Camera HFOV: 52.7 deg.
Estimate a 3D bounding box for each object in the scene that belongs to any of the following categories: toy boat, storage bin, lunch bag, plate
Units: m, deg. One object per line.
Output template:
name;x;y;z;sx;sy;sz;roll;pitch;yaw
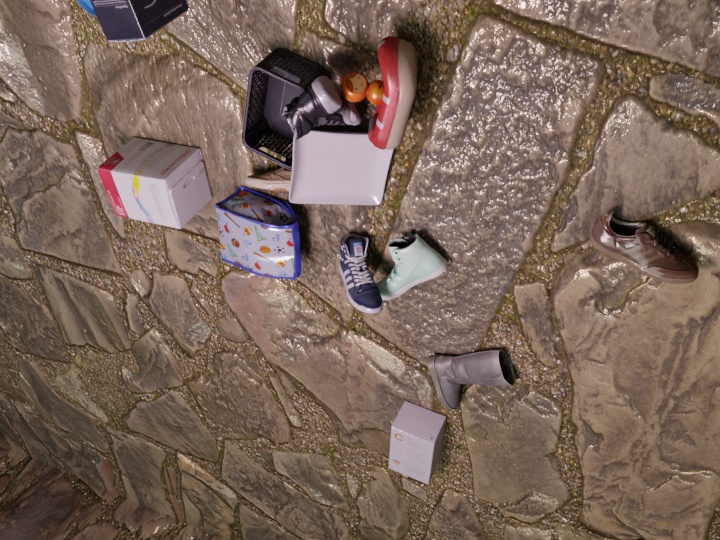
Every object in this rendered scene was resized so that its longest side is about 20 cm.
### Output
toy boat;0.029;-0.321;1.301;0.130;0.131;0.200;10;136;-5
storage bin;-0.151;-0.321;1.456;0.135;0.094;0.200;27;137;8
lunch bag;-0.223;-0.081;1.700;0.199;0.124;0.170;22;136;24
plate;-0.042;-0.212;1.473;0.199;0.032;0.200;0;142;-10

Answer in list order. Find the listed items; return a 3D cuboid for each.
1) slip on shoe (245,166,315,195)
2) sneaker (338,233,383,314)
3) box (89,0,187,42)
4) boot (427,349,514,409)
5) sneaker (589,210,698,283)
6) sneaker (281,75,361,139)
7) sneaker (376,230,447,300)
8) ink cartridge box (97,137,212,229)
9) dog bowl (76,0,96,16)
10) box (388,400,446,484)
slip on shoe;-0.167;-0.202;1.603;0.199;0.076;0.061;11;94;34
sneaker;0.000;0.000;1.607;0.070;0.200;0.109;-8;130;-18
box;-0.440;-0.558;1.381;0.104;0.148;0.201;7;131;27
boot;0.276;0.264;1.749;0.199;0.073;0.182;-9;125;29
sneaker;0.517;-0.042;1.308;0.199;0.071;0.076;22;136;12
sneaker;-0.076;-0.291;1.345;0.114;0.200;0.076;-28;81;16
sneaker;0.080;-0.014;1.602;0.200;0.074;0.118;-28;117;34
ink cartridge box;-0.482;-0.208;1.726;0.199;0.145;0.145;12;134;23
dog bowl;-0.539;-0.617;1.463;0.111;0.050;0.200;15;135;20
box;0.153;0.470;1.982;0.124;0.098;0.200;18;136;17
